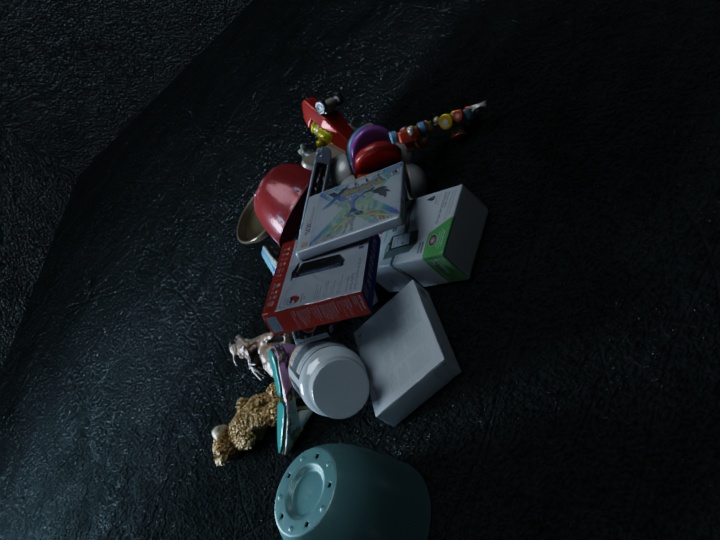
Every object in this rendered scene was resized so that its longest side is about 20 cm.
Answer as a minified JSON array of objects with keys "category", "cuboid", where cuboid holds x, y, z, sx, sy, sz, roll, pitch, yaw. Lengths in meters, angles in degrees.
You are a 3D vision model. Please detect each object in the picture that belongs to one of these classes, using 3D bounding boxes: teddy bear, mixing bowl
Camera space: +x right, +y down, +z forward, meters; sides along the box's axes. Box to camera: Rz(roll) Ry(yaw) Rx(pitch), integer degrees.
[{"category":"teddy bear","cuboid":[-0.223,0.295,1.406,0.199,0.067,0.146,-31,37,30]},{"category":"mixing bowl","cuboid":[-0.172,-0.166,1.632,0.201,0.108,0.200,-58,-4,-7]}]

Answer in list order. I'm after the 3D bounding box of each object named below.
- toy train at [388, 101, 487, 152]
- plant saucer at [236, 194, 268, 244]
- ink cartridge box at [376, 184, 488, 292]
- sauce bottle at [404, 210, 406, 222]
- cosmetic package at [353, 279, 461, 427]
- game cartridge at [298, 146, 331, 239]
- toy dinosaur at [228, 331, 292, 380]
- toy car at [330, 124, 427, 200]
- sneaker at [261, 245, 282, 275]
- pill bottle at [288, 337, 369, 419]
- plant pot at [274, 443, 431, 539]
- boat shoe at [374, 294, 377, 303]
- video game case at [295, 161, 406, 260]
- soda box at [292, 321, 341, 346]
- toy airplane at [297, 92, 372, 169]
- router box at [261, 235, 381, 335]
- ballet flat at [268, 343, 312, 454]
[{"category":"toy train","cuboid":[0.147,-0.267,1.384,0.198,0.056,0.150,-19,11,-6]},{"category":"plant saucer","cuboid":[-0.251,-0.152,1.883,0.199,0.029,0.202,-32,40,31]},{"category":"ink cartridge box","cuboid":[0.113,-0.052,1.279,0.199,0.084,0.147,-13,50,47]},{"category":"sauce bottle","cuboid":[0.001,-0.094,1.325,0.199,0.066,0.067,-7,55,50]},{"category":"cosmetic package","cuboid":[0.072,0.134,1.195,0.150,0.052,0.201,-41,35,18]},{"category":"game cartridge","cuboid":[-0.094,-0.134,1.463,0.133,0.041,0.203,99,-179,-71]},{"category":"toy dinosaur","cuboid":[-0.175,0.176,1.443,0.136,0.086,0.200,-53,38,2]},{"category":"toy car","cuboid":[0.030,-0.210,1.422,0.173,0.151,0.201,-14,41,-5]},{"category":"sneaker","cuboid":[-0.166,0.026,1.534,0.090,0.078,0.201,-53,54,26]},{"category":"pill bottle","cuboid":[-0.053,0.178,1.204,0.117,0.116,0.200,-57,14,-5]},{"category":"plant pot","cuboid":[-0.026,0.343,1.028,0.200,0.160,0.202,-32,39,30]},{"category":"boat shoe","cuboid":[0.000,0.000,1.405,0.066,0.074,0.202,-23,51,16]},{"category":"video game case","cuboid":[-0.013,-0.108,1.272,0.198,0.022,0.183,-18,34,18]},{"category":"soda box","cuboid":[-0.073,0.075,1.316,0.070,0.064,0.200,-17,7,13]},{"category":"toy airplane","cuboid":[-0.047,-0.283,1.625,0.141,0.198,0.201,-42,43,46]},{"category":"router box","cuboid":[-0.061,0.009,1.222,0.177,0.049,0.201,-14,35,17]},{"category":"ballet flat","cuboid":[-0.124,0.233,1.316,0.069,0.070,0.203,171,93,-71]}]
